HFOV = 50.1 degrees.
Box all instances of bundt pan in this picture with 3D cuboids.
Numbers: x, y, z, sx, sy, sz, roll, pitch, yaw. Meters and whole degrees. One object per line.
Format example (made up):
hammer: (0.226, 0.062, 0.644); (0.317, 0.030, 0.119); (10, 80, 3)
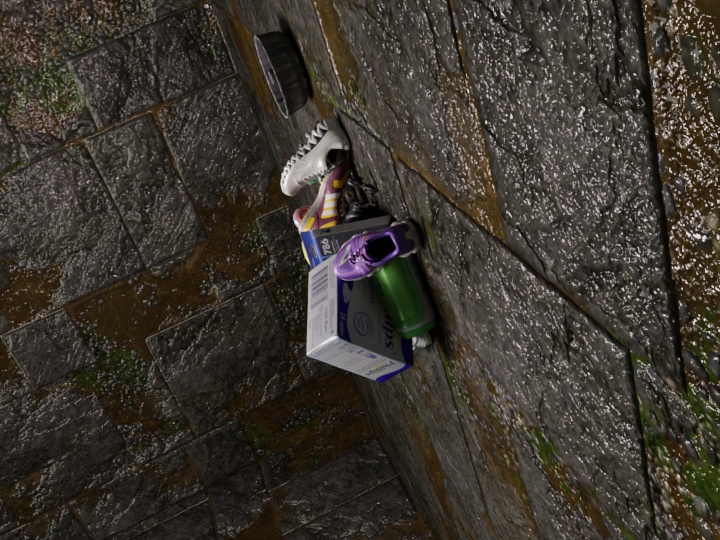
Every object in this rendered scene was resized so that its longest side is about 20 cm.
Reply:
bundt pan: (-0.179, -0.468, 1.812); (0.203, 0.074, 0.205); (90, 155, -71)

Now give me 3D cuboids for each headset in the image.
headset: (-0.014, -0.101, 1.596); (0.125, 0.092, 0.202); (-73, 7, -47)

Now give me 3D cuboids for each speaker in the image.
speaker: (0.075, 0.022, 1.467); (0.088, 0.087, 0.204); (-155, 43, -78)

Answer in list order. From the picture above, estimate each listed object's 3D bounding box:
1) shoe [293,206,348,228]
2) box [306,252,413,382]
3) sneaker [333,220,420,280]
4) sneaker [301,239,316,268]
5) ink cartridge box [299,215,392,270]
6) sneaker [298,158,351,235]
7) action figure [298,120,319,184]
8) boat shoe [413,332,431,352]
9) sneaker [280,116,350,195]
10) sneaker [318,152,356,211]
shoe: (-0.061, -0.112, 1.769); (0.196, 0.073, 0.091); (21, 160, 4)
box: (0.000, 0.095, 1.515); (0.197, 0.104, 0.188); (24, -129, -34)
sneaker: (0.014, -0.036, 1.378); (0.198, 0.083, 0.082); (-27, 84, 41)
sneaker: (-0.084, 0.015, 1.791); (0.201, 0.074, 0.106); (54, 141, 29)
ink cartridge box: (-0.022, -0.043, 1.541); (0.040, 0.195, 0.101); (-75, -30, -56)
sneaker: (-0.054, -0.144, 1.692); (0.089, 0.203, 0.075); (33, -164, 14)
action figure: (-0.116, -0.256, 1.787); (0.202, 0.053, 0.121); (-91, 2, -59)
boat shoe: (0.107, 0.146, 1.657); (0.201, 0.070, 0.071); (90, 154, -72)
sneaker: (-0.098, -0.227, 1.642); (0.081, 0.201, 0.075); (50, -152, 16)
sneaker: (-0.068, -0.222, 1.777); (0.202, 0.074, 0.088); (75, 168, -45)
